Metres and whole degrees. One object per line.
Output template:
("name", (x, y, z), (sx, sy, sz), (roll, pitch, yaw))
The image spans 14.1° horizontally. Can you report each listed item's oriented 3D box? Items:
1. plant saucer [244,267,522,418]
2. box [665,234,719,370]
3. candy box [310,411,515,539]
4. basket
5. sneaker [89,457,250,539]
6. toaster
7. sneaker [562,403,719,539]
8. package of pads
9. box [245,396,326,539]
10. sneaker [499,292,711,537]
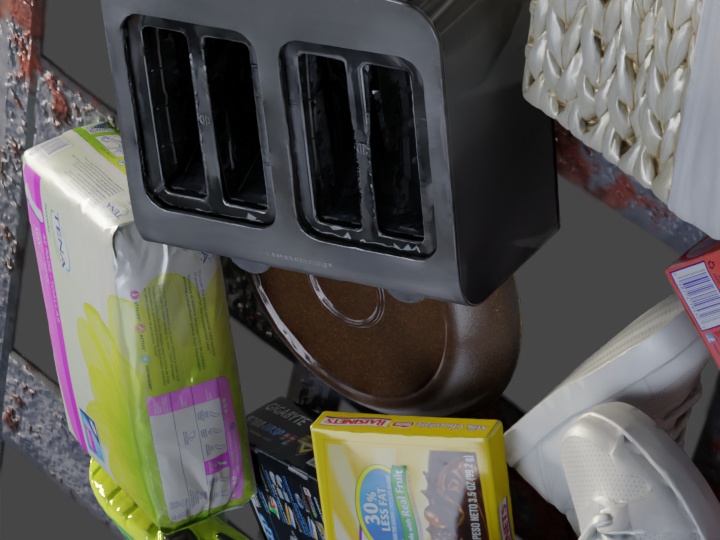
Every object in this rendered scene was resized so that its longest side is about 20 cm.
("plant saucer", (0.000, 0.000, 1.572), (0.200, 0.032, 0.200), (27, 134, 32))
("box", (0.239, 0.051, 1.277), (0.103, 0.095, 0.200), (-22, 100, 52))
("candy box", (0.034, 0.171, 1.535), (0.102, 0.026, 0.200), (2, 113, 25))
("basket", (0.154, -0.139, 1.219), (0.123, 0.135, 0.200), (31, 136, 30))
("sneaker", (-0.103, 0.167, 1.738), (0.200, 0.074, 0.084), (53, 159, 39))
("toaster", (-0.008, -0.090, 1.323), (0.181, 0.119, 0.200), (11, 126, 24))
("sneaker", (0.115, 0.156, 1.325), (0.200, 0.115, 0.074), (63, 153, 26))
("package of pads", (-0.126, 0.033, 1.653), (0.154, 0.068, 0.200), (37, 140, 57))
("box", (0.002, 0.181, 1.651), (0.159, 0.046, 0.200), (19, 133, 65))
("sneaker", (0.151, 0.087, 1.448), (0.116, 0.074, 0.200), (50, 152, 4))
